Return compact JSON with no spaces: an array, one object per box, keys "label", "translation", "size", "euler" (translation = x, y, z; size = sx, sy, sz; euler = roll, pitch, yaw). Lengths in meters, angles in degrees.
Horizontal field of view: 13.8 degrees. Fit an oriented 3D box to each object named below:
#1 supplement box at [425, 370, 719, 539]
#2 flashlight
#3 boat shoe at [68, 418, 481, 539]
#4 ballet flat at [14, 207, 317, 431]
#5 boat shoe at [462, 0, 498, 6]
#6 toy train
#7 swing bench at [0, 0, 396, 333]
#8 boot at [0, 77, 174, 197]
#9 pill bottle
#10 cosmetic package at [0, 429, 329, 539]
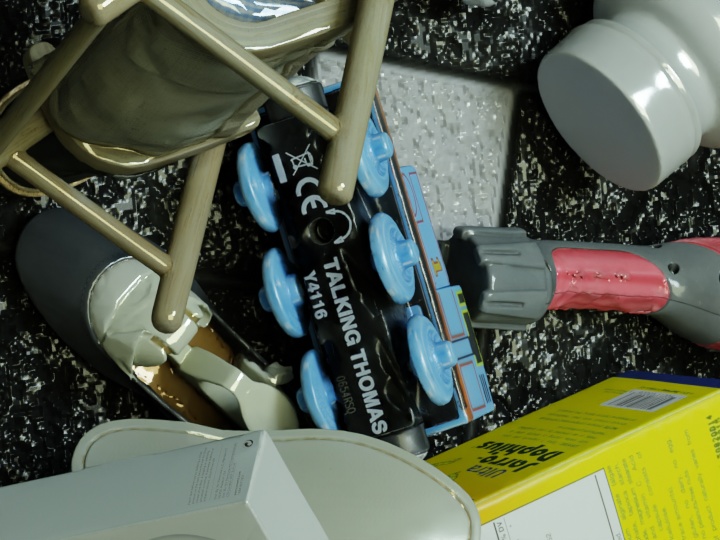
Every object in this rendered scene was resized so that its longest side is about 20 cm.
[{"label":"supplement box","translation":[0.106,0.138,1.548],"size":[0.199,0.109,0.110],"euler":[-21,102,-27]},{"label":"flashlight","translation":[0.138,0.010,1.580],"size":[0.199,0.068,0.068],"euler":[2,68,-32]},{"label":"boat shoe","translation":[-0.043,0.120,1.430],"size":[0.198,0.062,0.075],"euler":[5,59,-4]},{"label":"ballet flat","translation":[-0.085,0.041,1.464],"size":[0.200,0.073,0.073],"euler":[46,71,-22]},{"label":"boat shoe","translation":[0.104,-0.228,1.546],"size":[0.074,0.068,0.200],"euler":[57,50,-66]},{"label":"toy train","translation":[0.000,0.000,1.485],"size":[0.086,0.114,0.201],"euler":[-18,89,16]},{"label":"swing bench","translation":[-0.048,-0.108,1.258],"size":[0.129,0.199,0.201],"euler":[36,61,-9]},{"label":"boot","translation":[-0.075,-0.092,1.424],"size":[0.200,0.138,0.078],"euler":[-38,109,-23]},{"label":"pill bottle","translation":[0.194,-0.136,1.581],"size":[0.200,0.119,0.120],"euler":[-41,110,-21]},{"label":"cosmetic package","translation":[-0.076,0.173,1.401],"size":[0.052,0.150,0.201],"euler":[-76,146,-47]}]
